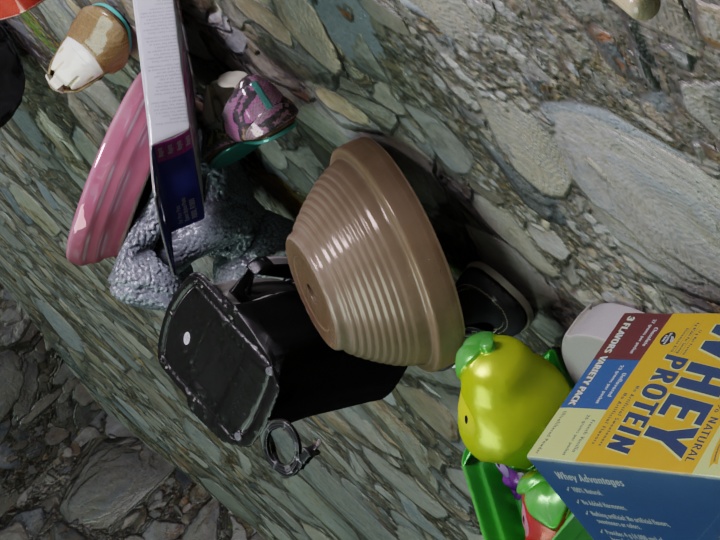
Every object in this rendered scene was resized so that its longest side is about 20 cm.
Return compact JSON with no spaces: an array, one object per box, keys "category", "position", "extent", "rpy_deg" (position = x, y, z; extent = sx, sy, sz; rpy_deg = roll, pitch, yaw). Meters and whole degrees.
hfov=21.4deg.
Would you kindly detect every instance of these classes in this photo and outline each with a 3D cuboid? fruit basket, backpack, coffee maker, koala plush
[{"category":"fruit basket","position":[0.133,0.145,1.537],"extent":[0.215,0.156,0.216],"rpy_deg":[33,-160,-13]},{"category":"backpack","position":[-0.466,-0.246,2.165],"extent":[0.200,0.126,0.168],"rpy_deg":[24,144,55]},{"category":"coffee maker","position":[-0.048,0.080,1.660],"extent":[0.135,0.199,0.193],"rpy_deg":[-37,73,41]},{"category":"koala plush","position":[-0.114,-0.020,1.842],"extent":[0.199,0.185,0.177],"rpy_deg":[26,-178,-1]}]

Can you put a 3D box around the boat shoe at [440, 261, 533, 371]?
[{"category":"boat shoe","position":[0.093,0.047,1.618],"extent":[0.073,0.063,0.200],"rpy_deg":[43,165,2]}]

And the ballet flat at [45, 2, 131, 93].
[{"category":"ballet flat","position":[-0.275,-0.207,1.869],"extent":[0.068,0.072,0.200],"rpy_deg":[47,165,-11]}]

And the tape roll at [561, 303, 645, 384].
[{"category":"tape roll","position":[0.239,0.106,1.449],"extent":[0.203,0.037,0.203],"rpy_deg":[40,165,13]}]

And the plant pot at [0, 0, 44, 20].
[{"category":"plant pot","position":[-0.219,-0.294,1.291],"extent":[0.177,0.199,0.200],"rpy_deg":[59,161,-15]}]

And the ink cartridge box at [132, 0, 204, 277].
[{"category":"ink cartridge box","position":[-0.162,-0.121,1.653],"extent":[0.197,0.043,0.201],"rpy_deg":[92,169,-70]}]

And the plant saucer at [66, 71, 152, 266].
[{"category":"plant saucer","position":[-0.221,-0.093,1.829],"extent":[0.051,0.202,0.201],"rpy_deg":[23,165,-1]}]

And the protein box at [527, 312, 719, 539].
[{"category":"protein box","position":[0.258,0.144,1.244],"extent":[0.198,0.135,0.200],"rpy_deg":[-1,134,53]}]

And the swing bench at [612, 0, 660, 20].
[{"category":"swing bench","position":[0.057,-0.237,0.813],"extent":[0.200,0.130,0.199],"rpy_deg":[27,158,48]}]

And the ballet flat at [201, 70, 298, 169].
[{"category":"ballet flat","position":[-0.104,-0.136,1.644],"extent":[0.071,0.069,0.200],"rpy_deg":[63,164,-4]}]

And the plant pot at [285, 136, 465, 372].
[{"category":"plant pot","position":[0.000,0.000,1.550],"extent":[0.201,0.092,0.201],"rpy_deg":[60,165,28]}]
